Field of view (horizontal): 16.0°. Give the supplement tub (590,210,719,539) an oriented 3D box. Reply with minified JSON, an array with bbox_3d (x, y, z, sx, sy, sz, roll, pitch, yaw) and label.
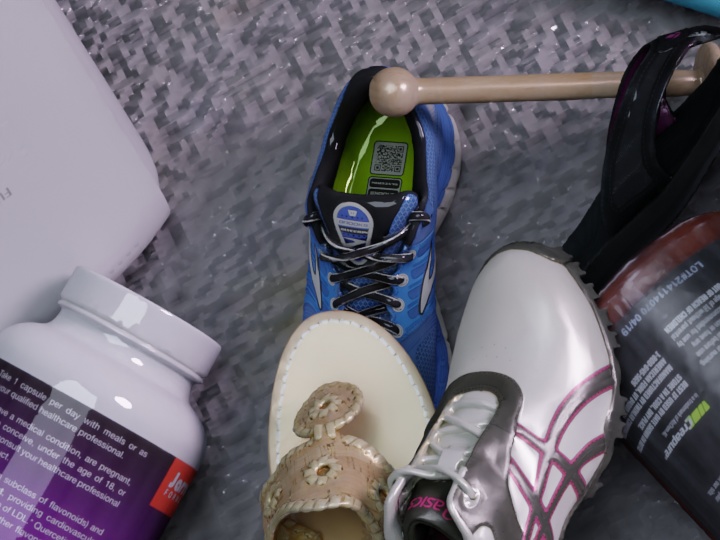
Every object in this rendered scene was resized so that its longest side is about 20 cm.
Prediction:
[{"bbox_3d":[0.185,0.077,1.094,0.107,0.107,0.200,-42,70,0],"label":"supplement tub"}]

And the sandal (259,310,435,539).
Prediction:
[{"bbox_3d":[-0.006,0.113,1.067,0.077,0.070,0.212,-3,76,8],"label":"sandal"}]

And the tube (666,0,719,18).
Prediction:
[{"bbox_3d":[0.150,-0.154,1.200,0.199,0.050,0.078,16,87,12],"label":"tube"}]

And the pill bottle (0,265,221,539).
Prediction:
[{"bbox_3d":[-0.144,0.104,1.164,0.112,0.112,0.200,27,83,19],"label":"pill bottle"}]

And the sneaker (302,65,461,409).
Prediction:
[{"bbox_3d":[0.000,0.000,1.168,0.078,0.089,0.201,-1,75,15],"label":"sneaker"}]

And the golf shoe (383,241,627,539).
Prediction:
[{"bbox_3d":[0.055,0.081,1.053,0.077,0.088,0.201,-4,75,36],"label":"golf shoe"}]

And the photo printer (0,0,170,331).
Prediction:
[{"bbox_3d":[-0.189,-0.048,1.177,0.166,0.200,0.069,-36,36,-9],"label":"photo printer"}]

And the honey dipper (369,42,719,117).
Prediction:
[{"bbox_3d":[0.103,-0.084,1.154,0.199,0.038,0.038,-1,74,-11],"label":"honey dipper"}]

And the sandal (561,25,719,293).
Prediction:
[{"bbox_3d":[0.122,-0.052,1.118,0.048,0.075,0.201,30,117,-8],"label":"sandal"}]
